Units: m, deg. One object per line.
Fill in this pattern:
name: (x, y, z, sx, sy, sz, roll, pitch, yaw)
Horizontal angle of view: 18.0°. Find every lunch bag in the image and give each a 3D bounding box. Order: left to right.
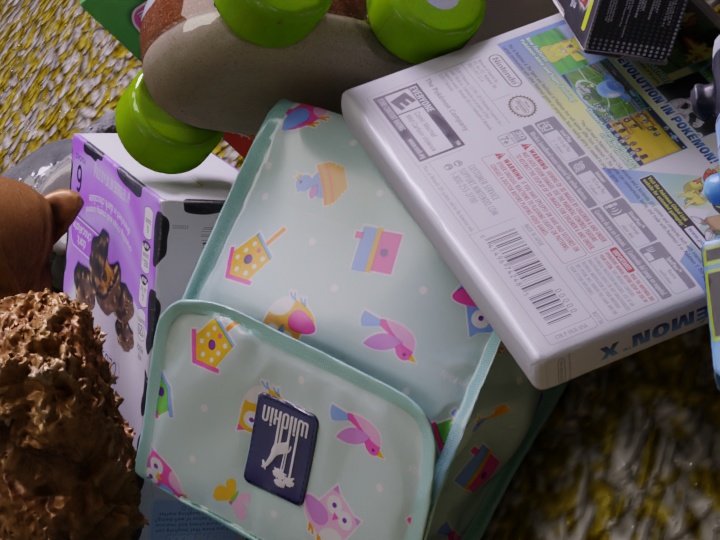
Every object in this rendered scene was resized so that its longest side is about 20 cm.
lunch bag: (0.000, 0.043, 1.071, 0.170, 0.122, 0.201, 23, 77, 26)

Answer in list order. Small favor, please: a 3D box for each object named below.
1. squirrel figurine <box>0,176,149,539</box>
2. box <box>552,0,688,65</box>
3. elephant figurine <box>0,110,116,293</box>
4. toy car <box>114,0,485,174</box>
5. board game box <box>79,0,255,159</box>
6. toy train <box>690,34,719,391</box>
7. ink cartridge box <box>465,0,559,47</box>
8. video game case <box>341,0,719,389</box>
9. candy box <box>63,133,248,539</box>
squirrel figurine: (-0.174, 0.050, 1.150, 0.199, 0.141, 0.188, 14, 100, 50)
box: (0.126, -0.219, 1.034, 0.161, 0.044, 0.201, -112, 32, -57)
elephant figurine: (-0.155, -0.008, 1.447, 0.141, 0.156, 0.199, -14, 16, -39)
toy car: (-0.040, -0.169, 1.145, 0.164, 0.157, 0.201, 136, 133, -54)
board game box: (-0.085, -0.147, 1.412, 0.040, 0.200, 0.153, -35, 30, 22)
toy train: (0.191, -0.029, 0.903, 0.114, 0.087, 0.201, -12, 64, 22)
ink cartridge box: (0.039, -0.179, 1.268, 0.200, 0.145, 0.085, 26, 111, 49)
video game case: (0.112, -0.047, 1.015, 0.181, 0.022, 0.200, -21, 45, -14)
candy box: (-0.107, 0.041, 1.225, 0.168, 0.071, 0.202, -147, 59, -63)
